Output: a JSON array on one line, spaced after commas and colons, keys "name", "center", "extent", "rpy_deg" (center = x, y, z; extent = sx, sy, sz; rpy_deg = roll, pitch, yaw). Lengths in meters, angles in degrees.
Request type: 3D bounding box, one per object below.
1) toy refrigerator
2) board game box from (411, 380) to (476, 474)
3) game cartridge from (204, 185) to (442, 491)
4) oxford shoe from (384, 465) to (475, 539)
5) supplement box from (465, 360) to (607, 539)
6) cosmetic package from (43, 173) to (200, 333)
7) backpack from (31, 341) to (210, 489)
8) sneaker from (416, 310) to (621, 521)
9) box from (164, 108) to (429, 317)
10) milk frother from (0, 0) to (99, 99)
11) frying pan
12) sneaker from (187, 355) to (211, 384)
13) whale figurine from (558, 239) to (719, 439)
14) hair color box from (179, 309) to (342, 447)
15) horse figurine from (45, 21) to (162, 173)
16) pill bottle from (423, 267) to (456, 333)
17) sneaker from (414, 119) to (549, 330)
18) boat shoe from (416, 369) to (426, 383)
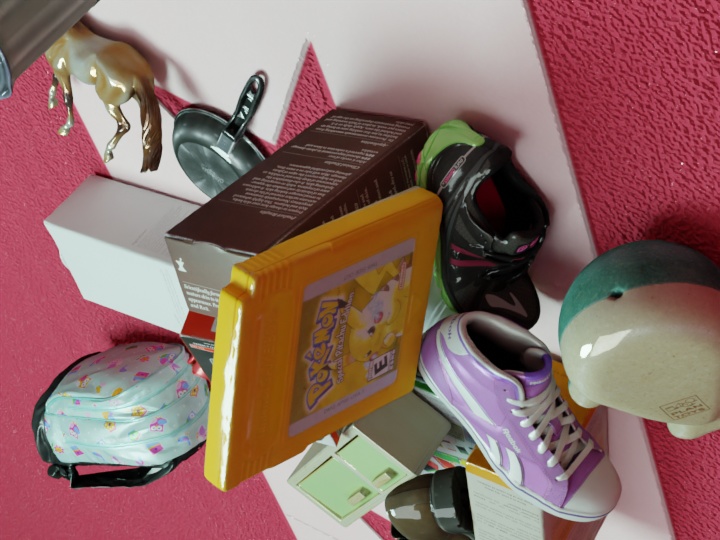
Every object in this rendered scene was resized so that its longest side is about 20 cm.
[{"name": "toy refrigerator", "center": [0.003, 0.172, 1.542], "extent": [0.076, 0.070, 0.200], "rpy_deg": [39, 151, -3]}, {"name": "board game box", "center": [0.082, 0.158, 1.549], "extent": [0.153, 0.040, 0.201], "rpy_deg": [22, 146, 30]}, {"name": "game cartridge", "center": [-0.025, 0.047, 1.189], "extent": [0.032, 0.200, 0.177], "rpy_deg": [29, 127, 32]}, {"name": "oxford shoe", "center": [0.072, 0.216, 1.472], "extent": [0.084, 0.073, 0.200], "rpy_deg": [-12, 155, 17]}, {"name": "supplement box", "center": [0.153, 0.185, 1.412], "extent": [0.073, 0.126, 0.201], "rpy_deg": [19, 144, 24]}, {"name": "cosmetic package", "center": [-0.196, -0.010, 1.604], "extent": [0.199, 0.081, 0.113], "rpy_deg": [20, 145, 34]}, {"name": "backpack", "center": [-0.251, 0.150, 1.817], "extent": [0.199, 0.167, 0.127], "rpy_deg": [-1, 127, 41]}, {"name": "sneaker", "center": [0.131, 0.110, 1.248], "extent": [0.200, 0.073, 0.114], "rpy_deg": [42, 156, -5]}, {"name": "box", "center": [-0.039, -0.041, 1.247], "extent": [0.100, 0.200, 0.075], "rpy_deg": [13, 128, 40]}, {"name": "milk frother", "center": [-0.278, -0.227, 1.291], "extent": [0.180, 0.188, 0.200], "rpy_deg": [36, 151, 9]}, {"name": "frying pan", "center": [-0.103, -0.098, 1.432], "extent": [0.115, 0.031, 0.190], "rpy_deg": [48, 153, -17]}, {"name": "sneaker", "center": [-0.111, 0.053, 1.482], "extent": [0.078, 0.116, 0.200], "rpy_deg": [41, 180, 26]}, {"name": "whale figurine", "center": [0.221, 0.051, 1.199], "extent": [0.159, 0.104, 0.200], "rpy_deg": [-23, 142, 24]}, {"name": "hair color box", "center": [-0.073, 0.077, 1.393], "extent": [0.101, 0.062, 0.200], "rpy_deg": [12, 158, 17]}, {"name": "horse figurine", "center": [-0.230, -0.163, 1.452], "extent": [0.200, 0.050, 0.133], "rpy_deg": [33, 134, 29]}, {"name": "pill bottle", "center": [0.000, 0.000, 1.364], "extent": [0.199, 0.104, 0.104], "rpy_deg": [32, 150, 13]}, {"name": "sneaker", "center": [0.100, -0.020, 1.250], "extent": [0.084, 0.077, 0.200], "rpy_deg": [19, 146, 39]}, {"name": "boat shoe", "center": [0.025, 0.061, 1.454], "extent": [0.199, 0.068, 0.074], "rpy_deg": [21, 146, 31]}]
